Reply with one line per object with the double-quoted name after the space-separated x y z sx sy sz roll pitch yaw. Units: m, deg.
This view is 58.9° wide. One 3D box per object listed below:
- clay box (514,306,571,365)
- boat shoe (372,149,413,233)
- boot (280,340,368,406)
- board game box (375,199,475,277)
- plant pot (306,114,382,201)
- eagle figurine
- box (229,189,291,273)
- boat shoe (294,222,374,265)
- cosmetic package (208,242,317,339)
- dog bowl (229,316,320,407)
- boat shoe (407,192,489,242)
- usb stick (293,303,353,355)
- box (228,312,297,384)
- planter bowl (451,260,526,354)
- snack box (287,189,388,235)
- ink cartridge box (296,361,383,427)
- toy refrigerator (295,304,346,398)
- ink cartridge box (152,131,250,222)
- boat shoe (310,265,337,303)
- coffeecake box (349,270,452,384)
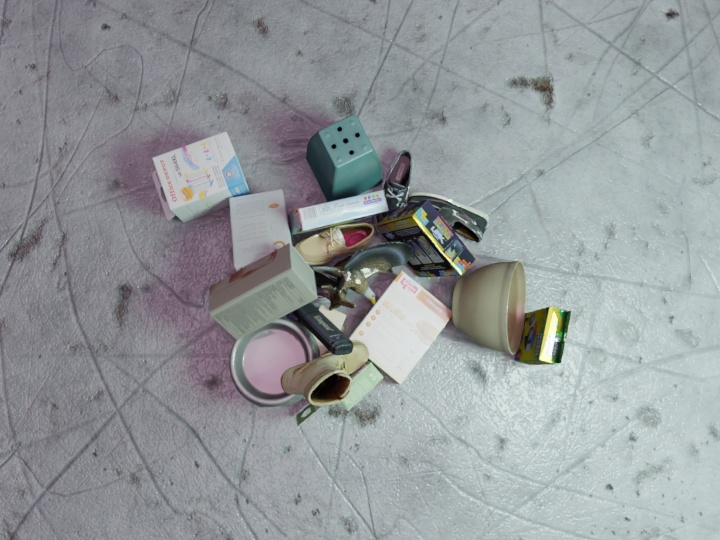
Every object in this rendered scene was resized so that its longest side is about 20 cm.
0.394 0.144 1.382 0.047 0.200 0.116 14 80 0 "clay box"
0.081 -0.184 1.485 0.071 0.068 0.202 20 81 1 "boat shoe"
-0.044 0.201 1.259 0.198 0.155 0.074 -18 99 -26 "boot"
0.136 -0.063 1.382 0.057 0.200 0.166 -44 104 -17 "board game box"
-0.035 -0.257 1.425 0.140 0.200 0.142 -26 82 -6 "plant pot"
0.003 0.005 1.389 0.151 0.152 0.200 27 64 31 "eagle figurine"
-0.214 -0.066 1.397 0.123 0.098 0.202 -10 51 -4 "box"
-0.056 -0.069 1.424 0.198 0.069 0.074 -19 70 -32 "boat shoe"
-0.198 0.044 1.296 0.198 0.104 0.088 -26 40 12 "cosmetic package"
-0.184 0.192 1.347 0.197 0.059 0.203 0 81 0 "dog bowl"
0.198 -0.127 1.480 0.198 0.072 0.068 22 77 -1 "boat shoe"
-0.080 0.118 1.317 0.055 0.200 0.033 0 112 -31 "usb stick"
-0.206 0.152 1.419 0.064 0.070 0.201 34 81 3 "box"
0.280 0.077 1.407 0.133 0.200 0.203 3 80 26 "planter bowl"
-0.053 -0.127 1.415 0.198 0.142 0.054 -14 94 -15 "snack box"
-0.048 0.272 1.369 0.200 0.146 0.048 -42 92 -8 "ink cartridge box"
-0.095 0.184 1.417 0.069 0.076 0.202 22 80 1 "toy refrigerator"
-0.366 -0.203 1.439 0.198 0.125 0.130 -21 83 -6 "ink cartridge box"
-0.129 0.016 1.436 0.197 0.068 0.074 14 48 5 "boat shoe"
0.088 0.129 1.434 0.153 0.073 0.201 38 82 3 "coffeecake box"
